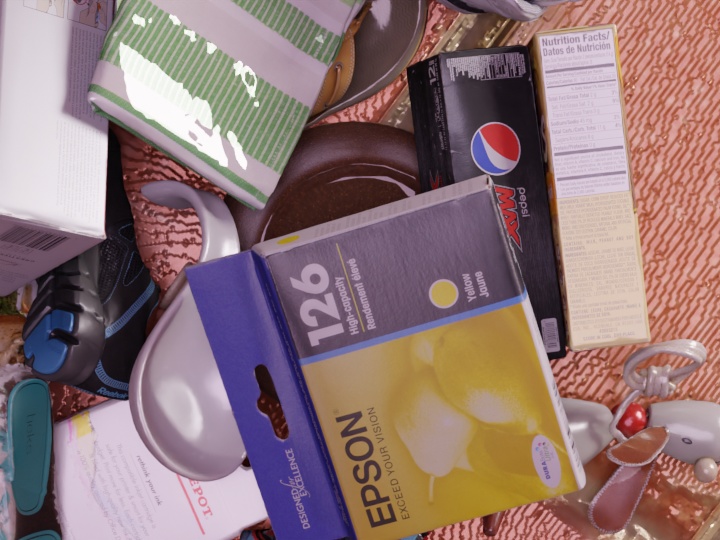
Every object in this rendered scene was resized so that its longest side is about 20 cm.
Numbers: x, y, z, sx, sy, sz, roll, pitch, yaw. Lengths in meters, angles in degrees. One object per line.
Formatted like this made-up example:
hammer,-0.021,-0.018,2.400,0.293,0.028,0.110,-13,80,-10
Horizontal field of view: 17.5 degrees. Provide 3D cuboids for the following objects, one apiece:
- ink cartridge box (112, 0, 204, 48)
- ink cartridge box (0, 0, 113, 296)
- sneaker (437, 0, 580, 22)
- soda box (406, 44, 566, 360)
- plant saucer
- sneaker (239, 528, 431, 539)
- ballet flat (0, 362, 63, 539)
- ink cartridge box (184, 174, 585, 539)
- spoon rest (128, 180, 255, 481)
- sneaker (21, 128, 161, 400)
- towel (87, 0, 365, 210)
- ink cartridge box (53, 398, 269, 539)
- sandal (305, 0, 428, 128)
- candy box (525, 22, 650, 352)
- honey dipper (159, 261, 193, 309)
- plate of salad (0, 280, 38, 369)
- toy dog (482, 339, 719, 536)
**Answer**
ink cartridge box,-0.114,-0.240,1.512,0.059,0.104,0.201,7,91,2
ink cartridge box,-0.235,-0.096,1.483,0.084,0.175,0.201,14,66,-34
sneaker,0.055,-0.214,1.455,0.200,0.115,0.075,27,84,-41
soda box,0.079,-0.038,1.485,0.063,0.071,0.201,-6,89,-17
plant saucer,0.000,0.000,1.526,0.200,0.037,0.201,1,86,-10
sneaker,-0.036,0.197,1.528,0.200,0.079,0.096,-44,87,2
ballet flat,-0.226,0.158,1.484,0.071,0.072,0.201,0,90,2
ink cartridge box,0.014,0.065,1.427,0.199,0.047,0.198,-17,102,6
spoon rest,-0.105,0.034,1.470,0.061,0.099,0.201,-23,62,41
sneaker,-0.174,-0.006,1.520,0.073,0.082,0.201,-25,52,36
towel,-0.074,-0.158,1.463,0.152,0.023,0.200,31,79,-29
ink cartridge box,-0.149,0.141,1.537,0.199,0.067,0.117,-24,90,4
sandal,-0.041,-0.134,1.536,0.200,0.054,0.080,-30,90,2
candy box,0.144,-0.052,1.499,0.055,0.115,0.201,-7,91,0
honey dipper,-0.041,0.064,1.548,0.200,0.038,0.038,34,92,0
plate of salad,-0.282,0.006,1.528,0.199,0.048,0.201,1,72,-4
toy dog,0.142,0.125,1.504,0.199,0.132,0.097,-10,58,10
